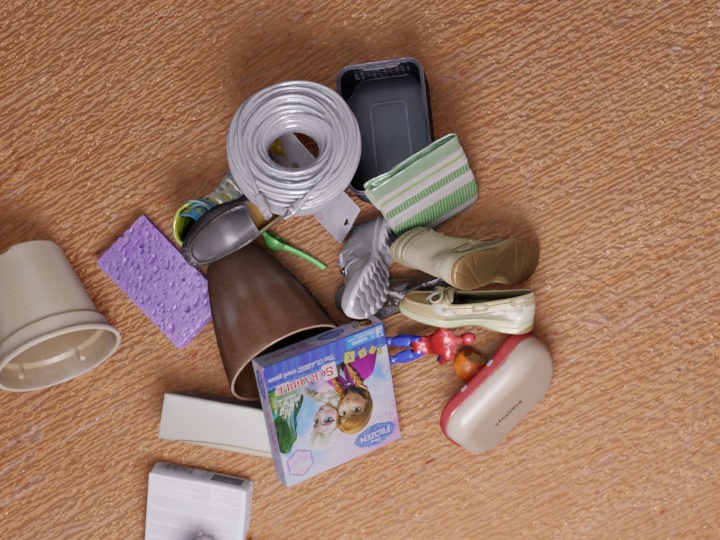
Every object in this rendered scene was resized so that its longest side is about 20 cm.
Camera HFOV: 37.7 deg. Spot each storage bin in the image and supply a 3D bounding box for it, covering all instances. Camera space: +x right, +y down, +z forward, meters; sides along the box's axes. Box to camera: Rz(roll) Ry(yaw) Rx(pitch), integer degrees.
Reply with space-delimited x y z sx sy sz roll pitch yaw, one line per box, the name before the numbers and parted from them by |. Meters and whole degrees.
storage bin | 0.043 -0.214 1.629 0.135 0.094 0.201 -7 84 8

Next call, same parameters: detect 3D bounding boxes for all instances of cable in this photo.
cable | -0.097 -0.178 1.551 0.200 0.069 0.200 -31 73 -10

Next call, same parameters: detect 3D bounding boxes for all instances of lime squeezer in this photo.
lime squeezer | -0.130 -0.077 1.662 0.070 0.038 0.201 -25 94 24

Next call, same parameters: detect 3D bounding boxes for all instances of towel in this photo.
towel | 0.097 -0.116 1.563 0.152 0.200 0.023 -31 61 4

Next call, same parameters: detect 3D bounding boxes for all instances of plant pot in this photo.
plant pot | -0.152 0.061 1.606 0.187 0.187 0.200 -33 65 5
plant pot | -0.503 0.062 1.655 0.200 0.200 0.184 -29 71 5

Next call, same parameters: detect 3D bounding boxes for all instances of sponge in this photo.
sponge | -0.319 0.018 1.698 0.200 0.030 0.112 45 93 10

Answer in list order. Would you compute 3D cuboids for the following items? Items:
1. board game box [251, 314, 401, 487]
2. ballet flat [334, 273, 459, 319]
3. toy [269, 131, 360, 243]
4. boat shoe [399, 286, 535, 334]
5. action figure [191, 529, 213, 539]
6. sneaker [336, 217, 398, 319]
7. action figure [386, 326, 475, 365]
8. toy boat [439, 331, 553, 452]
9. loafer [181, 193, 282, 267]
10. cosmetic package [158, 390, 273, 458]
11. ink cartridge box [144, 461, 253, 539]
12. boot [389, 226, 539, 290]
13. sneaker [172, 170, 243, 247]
board game box | -0.045 0.190 1.547 0.199 0.041 0.200 -20 115 -23
ballet flat | 0.058 0.034 1.636 0.199 0.046 0.068 -9 106 14
toy | -0.070 -0.149 1.647 0.200 0.115 0.047 46 61 8
boat shoe | 0.156 0.047 1.551 0.200 0.073 0.063 8 115 16
action figure | -0.210 0.482 1.590 0.199 0.105 0.194 -7 110 15
sneaker | 0.000 0.000 1.599 0.082 0.200 0.075 -5 128 23
action figure | 0.093 0.114 1.616 0.199 0.099 0.066 -11 87 30
toy boat | 0.188 0.164 1.576 0.200 0.130 0.131 -45 52 3
loafer | -0.179 -0.073 1.574 0.200 0.072 0.073 -41 112 -26
cosmetic package | -0.197 0.236 1.625 0.199 0.104 0.073 8 87 10
ink cartridge box | -0.258 0.413 1.660 0.162 0.057 0.201 9 107 9
boot | 0.159 -0.024 1.591 0.155 0.199 0.073 20 114 45
sneaker | -0.215 -0.104 1.641 0.079 0.131 0.200 35 90 10
